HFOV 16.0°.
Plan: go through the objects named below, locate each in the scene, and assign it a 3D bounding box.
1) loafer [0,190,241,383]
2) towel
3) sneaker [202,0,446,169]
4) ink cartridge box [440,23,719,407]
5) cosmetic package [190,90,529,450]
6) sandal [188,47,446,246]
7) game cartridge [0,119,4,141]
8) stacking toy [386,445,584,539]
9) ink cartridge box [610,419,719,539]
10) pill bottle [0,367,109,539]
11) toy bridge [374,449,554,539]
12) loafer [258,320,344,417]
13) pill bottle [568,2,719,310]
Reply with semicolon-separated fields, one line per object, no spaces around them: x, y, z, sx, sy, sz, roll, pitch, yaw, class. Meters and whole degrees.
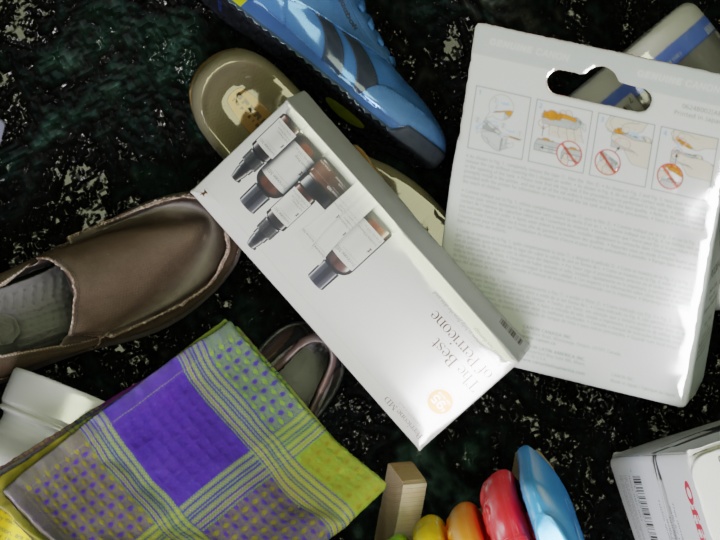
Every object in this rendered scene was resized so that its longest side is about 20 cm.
-0.158;0.015;1.491;0.199;0.071;0.073;-28;89;-8;loafer
-0.094;0.121;1.406;0.200;0.023;0.144;-33;75;-36;towel
-0.014;-0.145;1.524;0.200;0.066;0.079;41;78;-2;sneaker
0.131;-0.035;1.470;0.159;0.047;0.202;13;111;16;ink cartridge box
0.000;0.000;1.470;0.082;0.051;0.200;-42;90;17;cosmetic package
-0.021;-0.053;1.519;0.200;0.054;0.080;44;83;-8;sandal
-0.279;0.000;1.466;0.129;0.038;0.202;11;84;25;game cartridge
0.033;0.187;1.461;0.198;0.110;0.117;-18;99;5;stacking toy
0.221;0.161;1.459;0.083;0.200;0.146;-17;88;-7;ink cartridge box
-0.197;0.164;1.454;0.112;0.112;0.201;23;84;-4;pill bottle
0.023;0.146;1.502;0.198;0.027;0.068;-2;117;-24;toy bridge
-0.075;0.115;1.497;0.072;0.063;0.201;33;83;-4;loafer
0.215;-0.049;1.519;0.114;0.114;0.200;-39;91;-8;pill bottle
